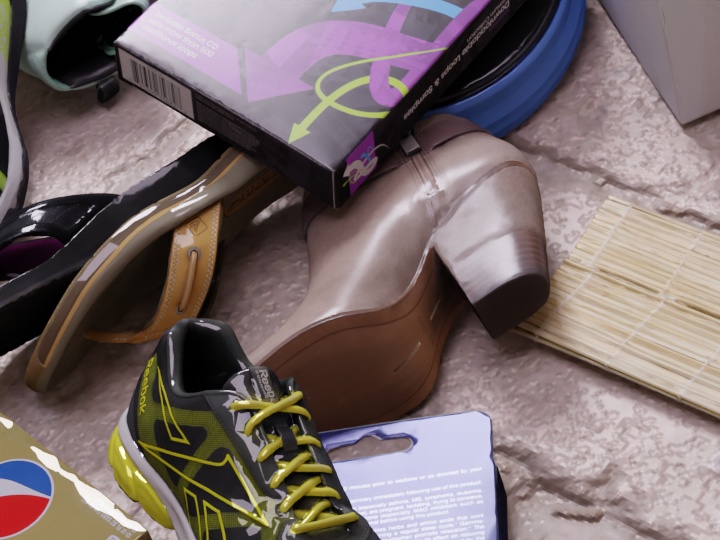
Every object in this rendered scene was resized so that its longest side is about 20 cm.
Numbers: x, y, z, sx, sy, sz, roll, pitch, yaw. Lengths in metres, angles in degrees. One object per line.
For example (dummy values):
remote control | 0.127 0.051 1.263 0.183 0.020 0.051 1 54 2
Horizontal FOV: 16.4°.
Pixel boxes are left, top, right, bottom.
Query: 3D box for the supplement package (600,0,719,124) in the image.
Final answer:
supplement package | 0.216 -0.208 1.285 0.199 0.152 0.151 -22 45 -3

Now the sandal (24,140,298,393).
sandal | -0.086 -0.003 1.255 0.200 0.080 0.054 -39 76 -20

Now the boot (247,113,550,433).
boot | 0.000 0.000 1.228 0.199 0.071 0.146 -23 39 -6

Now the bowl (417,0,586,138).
bowl | 0.021 -0.151 1.338 0.199 0.039 0.202 -3 61 5

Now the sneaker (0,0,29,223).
sneaker | -0.230 -0.095 1.338 0.071 0.083 0.201 -22 59 32

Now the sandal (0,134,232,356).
sandal | -0.146 -0.014 1.273 0.200 0.075 0.048 -36 76 -27

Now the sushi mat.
sushi mat | 0.174 0.028 1.174 0.199 0.012 0.096 23 56 33

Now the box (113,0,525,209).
box | -0.009 -0.139 1.279 0.142 0.036 0.200 30 61 21

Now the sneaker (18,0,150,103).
sneaker | -0.122 -0.176 1.417 0.200 0.074 0.118 -43 42 -9

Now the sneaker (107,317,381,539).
sneaker | -0.045 0.091 1.074 0.074 0.085 0.200 -9 33 -39

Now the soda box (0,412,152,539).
soda box | -0.172 0.112 1.168 0.064 0.068 0.199 -41 49 -20

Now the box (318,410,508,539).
box | 0.007 0.152 1.097 0.120 0.033 0.201 -9 46 10
